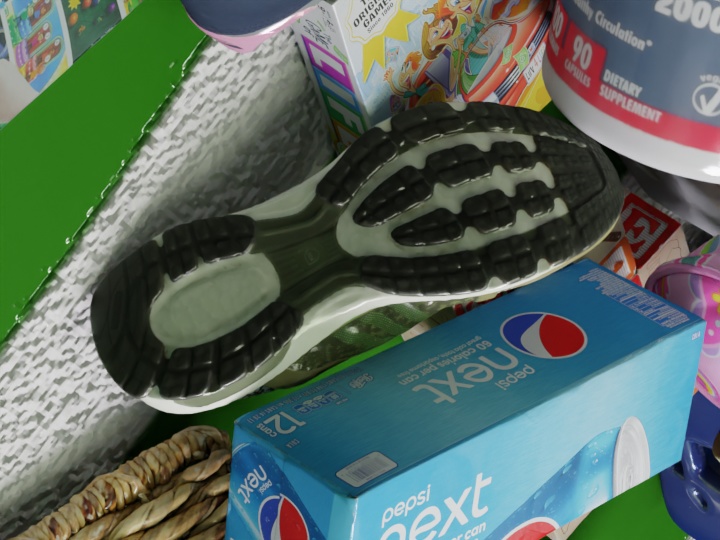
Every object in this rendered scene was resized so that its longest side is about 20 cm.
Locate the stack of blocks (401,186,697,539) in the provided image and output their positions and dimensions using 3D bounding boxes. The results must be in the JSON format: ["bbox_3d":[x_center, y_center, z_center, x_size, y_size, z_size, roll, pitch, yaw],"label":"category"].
[{"bbox_3d":[0.080,0.014,1.119,0.115,0.058,0.200,-46,146,-14],"label":"stack of blocks"}]

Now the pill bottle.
[{"bbox_3d":[0.142,-0.144,0.942,0.119,0.119,0.201,-18,131,-43],"label":"pill bottle"}]

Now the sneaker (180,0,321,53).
[{"bbox_3d":[0.010,-0.152,0.892,0.200,0.070,0.082,-39,159,-18],"label":"sneaker"}]

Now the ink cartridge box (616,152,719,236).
[{"bbox_3d":[0.192,-0.115,1.125,0.200,0.085,0.145,-52,147,-3],"label":"ink cartridge box"}]

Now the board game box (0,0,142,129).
[{"bbox_3d":[-0.106,-0.132,0.753,0.200,0.064,0.148,-45,146,-18],"label":"board game box"}]

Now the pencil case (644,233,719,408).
[{"bbox_3d":[0.208,-0.018,1.077,0.200,0.087,0.088,-37,143,-25],"label":"pencil case"}]

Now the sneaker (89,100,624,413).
[{"bbox_3d":[0.000,0.000,0.975,0.199,0.077,0.089,-19,163,-3],"label":"sneaker"}]

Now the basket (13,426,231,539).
[{"bbox_3d":[-0.107,0.178,1.009,0.199,0.149,0.143,-33,174,-30],"label":"basket"}]

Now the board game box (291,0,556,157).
[{"bbox_3d":[0.061,-0.125,0.996,0.200,0.034,0.135,-44,145,-17],"label":"board game box"}]

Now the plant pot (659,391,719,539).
[{"bbox_3d":[0.257,0.050,1.260,0.200,0.200,0.180,-43,138,-17],"label":"plant pot"}]

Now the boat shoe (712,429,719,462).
[{"bbox_3d":[0.243,0.043,1.108,0.200,0.072,0.066,-33,103,-7],"label":"boat shoe"}]

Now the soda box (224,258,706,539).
[{"bbox_3d":[0.042,0.064,0.994,0.199,0.064,0.068,-22,130,-41],"label":"soda box"}]
